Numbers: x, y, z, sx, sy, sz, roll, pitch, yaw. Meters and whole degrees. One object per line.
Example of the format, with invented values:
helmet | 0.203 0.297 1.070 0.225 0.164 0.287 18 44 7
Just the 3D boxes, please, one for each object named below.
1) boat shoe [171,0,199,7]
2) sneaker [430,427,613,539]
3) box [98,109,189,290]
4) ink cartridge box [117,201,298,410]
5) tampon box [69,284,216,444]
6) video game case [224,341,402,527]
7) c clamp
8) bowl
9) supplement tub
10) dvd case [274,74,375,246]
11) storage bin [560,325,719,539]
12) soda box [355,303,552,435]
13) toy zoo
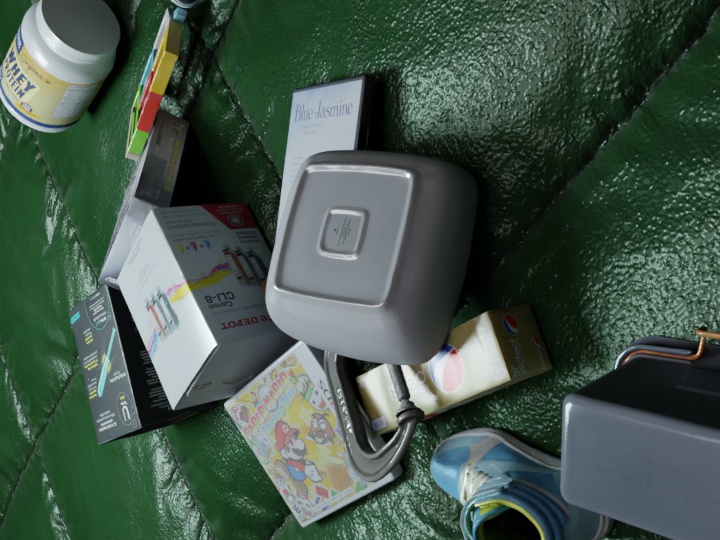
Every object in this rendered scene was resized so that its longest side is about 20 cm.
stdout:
boat shoe | -0.193 -0.421 1.048 0.068 0.072 0.202 50 121 48
sneaker | 0.111 0.202 0.758 0.198 0.129 0.082 4 100 47
box | -0.292 -0.096 1.147 0.159 0.048 0.202 -55 24 36
ink cartridge box | -0.186 0.041 1.049 0.145 0.143 0.202 -50 61 38
tampon box | -0.316 0.127 1.218 0.149 0.125 0.204 -25 78 46
video game case | -0.062 0.194 0.989 0.184 0.023 0.200 55 134 5
c clamp | 0.015 0.094 0.826 0.171 0.027 0.204 -41 53 41
bowl | -0.001 -0.023 0.796 0.196 0.074 0.204 9 79 31
supplement tub | -0.465 -0.326 1.307 0.199 0.143 0.147 -37 69 43
dvd case | -0.043 -0.106 0.929 0.141 0.017 0.205 5 87 53
storage bin | 0.243 0.121 0.601 0.198 0.133 0.149 8 101 45
soda box | 0.085 0.099 0.818 0.199 0.067 0.065 -32 71 45
toy zoo | -0.279 -0.268 1.156 0.202 0.020 0.133 -59 28 33
